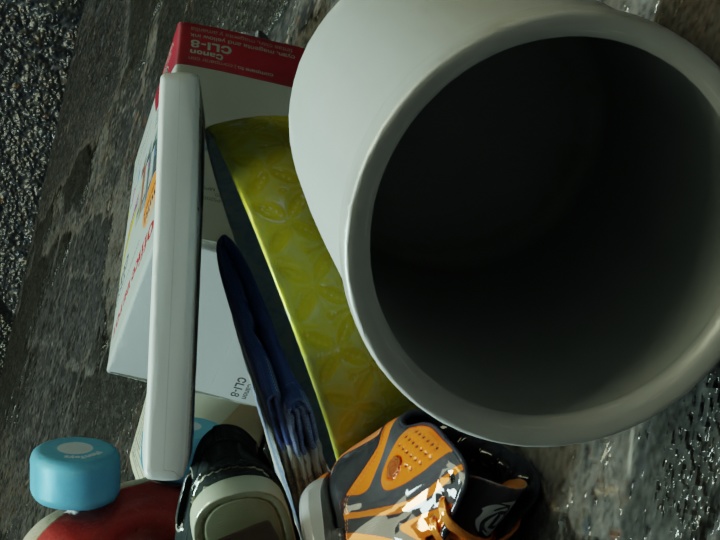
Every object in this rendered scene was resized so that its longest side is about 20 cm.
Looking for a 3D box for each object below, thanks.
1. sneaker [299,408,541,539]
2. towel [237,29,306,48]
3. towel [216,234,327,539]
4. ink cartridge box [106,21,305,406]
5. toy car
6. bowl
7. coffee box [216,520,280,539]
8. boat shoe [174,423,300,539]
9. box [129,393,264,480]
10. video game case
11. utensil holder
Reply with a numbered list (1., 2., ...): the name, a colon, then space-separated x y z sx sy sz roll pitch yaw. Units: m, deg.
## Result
1. sneaker: 0.038 0.148 0.886 0.112 0.077 0.201 -44 49 29
2. towel: -0.111 -0.078 1.544 0.200 0.085 0.166 132 148 -59
3. towel: -0.039 0.095 1.079 0.147 0.024 0.201 -115 10 -49
4. ink cartridge box: -0.075 -0.033 1.263 0.146 0.144 0.201 116 162 -44
5. toy car: -0.115 0.218 1.280 0.200 0.176 0.185 17 109 45
6. bowl: 0.000 0.000 1.029 0.200 0.107 0.201 159 90 -83
7. coffee box: -0.105 0.215 0.966 0.080 0.113 0.200 61 146 18
8. boat shoe: -0.068 0.159 1.066 0.200 0.074 0.066 80 173 -48
9. box: -0.106 0.069 1.420 0.095 0.077 0.201 -126 52 -69
10. video game case: -0.098 0.007 1.025 0.182 0.024 0.201 147 125 -85
11. utensil holder: 0.058 -0.043 0.806 0.200 0.169 0.171 -121 47 -69
